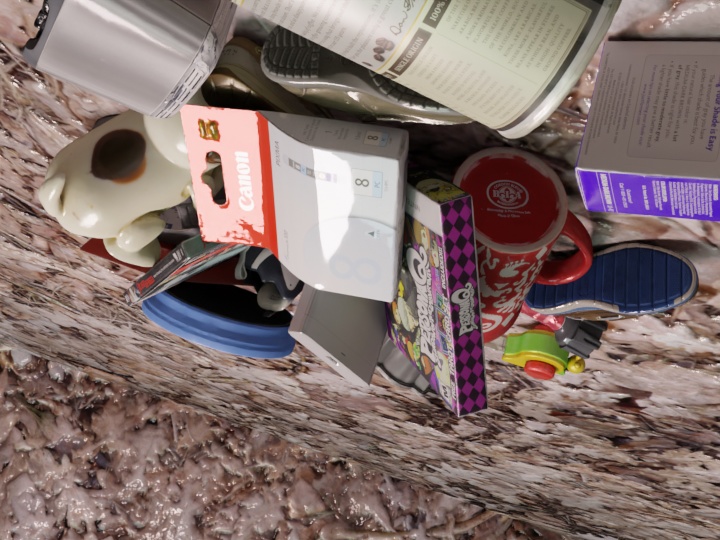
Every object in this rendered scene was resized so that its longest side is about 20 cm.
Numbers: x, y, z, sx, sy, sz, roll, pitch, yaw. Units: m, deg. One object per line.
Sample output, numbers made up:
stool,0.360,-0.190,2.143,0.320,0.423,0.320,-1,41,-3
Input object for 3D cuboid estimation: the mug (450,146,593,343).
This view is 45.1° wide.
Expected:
mug,0.139,-0.033,0.858,0.134,0.176,0.201,57,163,18

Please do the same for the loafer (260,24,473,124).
loafer,0.020,-0.157,0.689,0.198,0.076,0.070,16,172,20

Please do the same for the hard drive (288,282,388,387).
hard drive,0.000,0.000,0.892,0.026,0.202,0.132,3,154,35

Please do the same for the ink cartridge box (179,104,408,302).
ink cartridge box,-0.060,-0.057,0.755,0.197,0.048,0.161,8,135,8

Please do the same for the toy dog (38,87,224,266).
toy dog,-0.199,-0.121,0.832,0.199,0.141,0.193,-34,161,18

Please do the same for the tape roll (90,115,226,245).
tape roll,-0.240,-0.100,1.041,0.198,0.067,0.201,16,159,6

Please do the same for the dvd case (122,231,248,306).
dvd case,-0.166,-0.019,0.945,0.199,0.145,0.022,-30,89,56

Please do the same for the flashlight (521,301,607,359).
flashlight,0.195,0.043,1.027,0.198,0.068,0.068,28,124,-13

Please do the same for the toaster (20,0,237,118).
toaster,-0.178,-0.197,0.674,0.128,0.115,0.199,24,155,-23

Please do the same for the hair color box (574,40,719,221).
hair color box,0.256,-0.092,0.582,0.198,0.111,0.065,7,158,28

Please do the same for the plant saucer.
plant saucer,-0.242,-0.019,1.172,0.198,0.037,0.198,15,-174,41

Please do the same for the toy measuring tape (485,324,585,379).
toy measuring tape,0.210,0.097,1.162,0.197,0.074,0.074,18,160,-1

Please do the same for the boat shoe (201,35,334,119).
boat shoe,-0.054,-0.136,0.794,0.073,0.067,0.200,-11,142,39

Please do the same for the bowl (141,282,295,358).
bowl,-0.173,0.053,1.092,0.198,0.040,0.201,19,-171,-3

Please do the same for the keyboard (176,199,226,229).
keyboard,-0.102,-0.070,0.967,0.197,0.011,0.056,-7,163,-7

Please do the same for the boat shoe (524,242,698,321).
boat shoe,0.272,0.017,0.919,0.072,0.073,0.199,19,166,-39

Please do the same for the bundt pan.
bundt pan,0.060,0.046,1.025,0.200,0.203,0.076,28,119,-25

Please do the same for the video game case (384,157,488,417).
video game case,0.060,0.005,0.805,0.035,0.203,0.181,-14,-156,-14

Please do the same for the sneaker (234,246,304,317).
sneaker,-0.075,0.011,1.091,0.198,0.131,0.079,33,156,-35

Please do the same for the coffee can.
coffee can,0.031,-0.182,0.488,0.198,0.148,0.146,23,159,-13
